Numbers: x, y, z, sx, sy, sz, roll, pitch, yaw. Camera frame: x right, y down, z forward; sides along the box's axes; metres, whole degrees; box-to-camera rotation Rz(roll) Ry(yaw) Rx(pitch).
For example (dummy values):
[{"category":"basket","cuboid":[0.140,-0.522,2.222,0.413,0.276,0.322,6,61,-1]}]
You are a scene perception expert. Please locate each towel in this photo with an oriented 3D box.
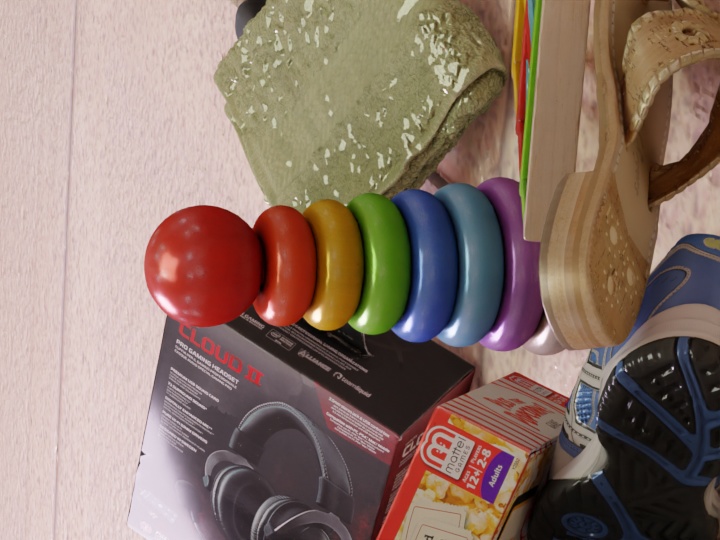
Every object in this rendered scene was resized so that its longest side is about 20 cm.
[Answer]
[{"category":"towel","cuboid":[-0.004,-0.095,1.346,0.200,0.036,0.149,-51,57,45]}]

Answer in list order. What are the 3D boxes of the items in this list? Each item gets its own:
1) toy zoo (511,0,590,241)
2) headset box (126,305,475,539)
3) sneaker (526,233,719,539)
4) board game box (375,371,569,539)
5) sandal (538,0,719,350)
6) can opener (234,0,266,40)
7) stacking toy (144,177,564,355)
[{"category":"toy zoo","cuboid":[0.082,-0.116,1.129,0.200,0.020,0.132,-87,0,-62]},{"category":"headset box","cuboid":[-0.033,0.087,1.375,0.149,0.077,0.200,32,135,19]},{"category":"sneaker","cuboid":[0.120,0.063,1.054,0.200,0.076,0.077,112,175,-54]},{"category":"board game box","cuboid":[0.030,0.149,1.128,0.200,0.046,0.151,-66,-13,9]},{"category":"sandal","cuboid":[0.126,-0.057,1.007,0.078,0.069,0.212,59,-144,-40]},{"category":"can opener","cuboid":[-0.014,-0.106,1.443,0.200,0.066,0.053,-142,51,-61]},{"category":"stacking toy","cuboid":[0.000,0.000,1.179,0.085,0.199,0.086,178,90,-72]}]
